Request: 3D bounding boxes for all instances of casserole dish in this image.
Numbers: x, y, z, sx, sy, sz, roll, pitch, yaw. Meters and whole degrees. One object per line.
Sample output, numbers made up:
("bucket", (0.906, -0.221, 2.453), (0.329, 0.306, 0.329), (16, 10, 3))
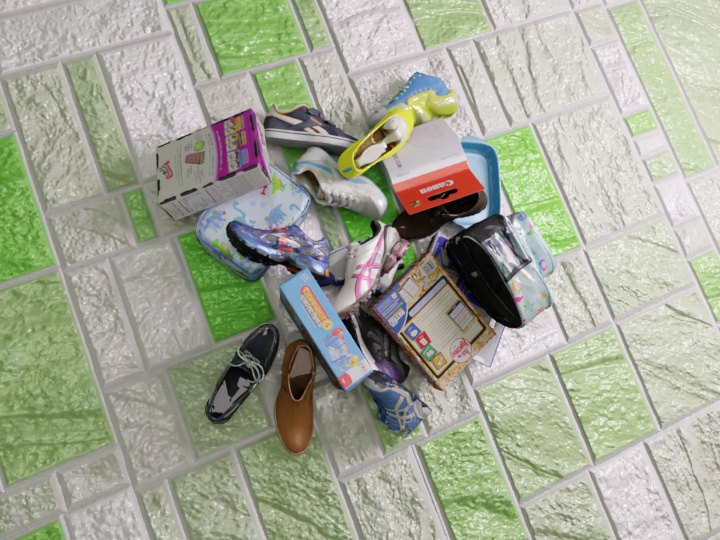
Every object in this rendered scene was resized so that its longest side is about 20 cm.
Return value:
("casserole dish", (0.225, -0.172, 1.294), (0.119, 0.039, 0.204), (2, 78, -10))

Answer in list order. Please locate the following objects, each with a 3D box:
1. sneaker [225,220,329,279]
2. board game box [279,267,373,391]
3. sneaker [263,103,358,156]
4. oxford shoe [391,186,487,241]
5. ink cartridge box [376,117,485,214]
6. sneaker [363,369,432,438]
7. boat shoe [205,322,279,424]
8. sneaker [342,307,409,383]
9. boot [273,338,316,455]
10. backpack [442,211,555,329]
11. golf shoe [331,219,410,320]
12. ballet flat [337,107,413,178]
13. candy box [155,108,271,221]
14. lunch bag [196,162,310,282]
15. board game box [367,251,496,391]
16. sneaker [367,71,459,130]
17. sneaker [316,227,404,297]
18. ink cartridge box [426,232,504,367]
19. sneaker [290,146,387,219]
("sneaker", (-0.140, -0.047, 1.104), (0.197, 0.075, 0.080), (21, 72, -25))
("board game box", (-0.066, 0.108, 1.096), (0.055, 0.196, 0.202), (-32, 86, -11))
("sneaker", (-0.090, -0.276, 1.232), (0.196, 0.078, 0.081), (9, 82, -8))
("oxford shoe", (0.144, -0.116, 1.219), (0.197, 0.084, 0.074), (-25, 82, 14))
("ink cartridge box", (0.126, -0.205, 1.214), (0.160, 0.058, 0.201), (-19, 41, -8))
("sneaker", (0.060, 0.239, 1.115), (0.077, 0.075, 0.200), (-52, 135, -7))
("boat shoe", (-0.208, 0.179, 1.124), (0.074, 0.062, 0.201), (37, 74, 0))
("sneaker", (0.024, 0.125, 1.185), (0.087, 0.076, 0.203), (-25, 91, -24))
("boot", (-0.109, 0.220, 1.085), (0.072, 0.155, 0.204), (-2, 83, -11))
("backpack", (0.263, 0.000, 1.152), (0.149, 0.177, 0.202), (-29, 90, -10))
("golf shoe", (0.000, 0.000, 1.125), (0.092, 0.073, 0.201), (39, 66, -2))
("ballet flat", (0.041, -0.239, 1.182), (0.199, 0.067, 0.067), (-41, 106, -20))
("candy box", (-0.263, -0.188, 1.131), (0.196, 0.061, 0.138), (-18, 58, 9))
("lunch bag", (-0.199, -0.098, 1.172), (0.159, 0.082, 0.202), (34, 74, -4))
("board game box", (0.132, 0.093, 1.162), (0.151, 0.046, 0.201), (-41, 97, -13))
("sneaker", (0.098, -0.343, 1.297), (0.196, 0.076, 0.107), (-14, 63, -13))
("sneaker", (0.005, 0.007, 1.192), (0.197, 0.081, 0.117), (-24, 82, -16))
("ink cartridge box", (0.195, 0.060, 1.238), (0.197, 0.043, 0.201), (26, 75, -4))
("sneaker", (-0.041, -0.151, 1.210), (0.198, 0.077, 0.081), (32, 54, 6))
